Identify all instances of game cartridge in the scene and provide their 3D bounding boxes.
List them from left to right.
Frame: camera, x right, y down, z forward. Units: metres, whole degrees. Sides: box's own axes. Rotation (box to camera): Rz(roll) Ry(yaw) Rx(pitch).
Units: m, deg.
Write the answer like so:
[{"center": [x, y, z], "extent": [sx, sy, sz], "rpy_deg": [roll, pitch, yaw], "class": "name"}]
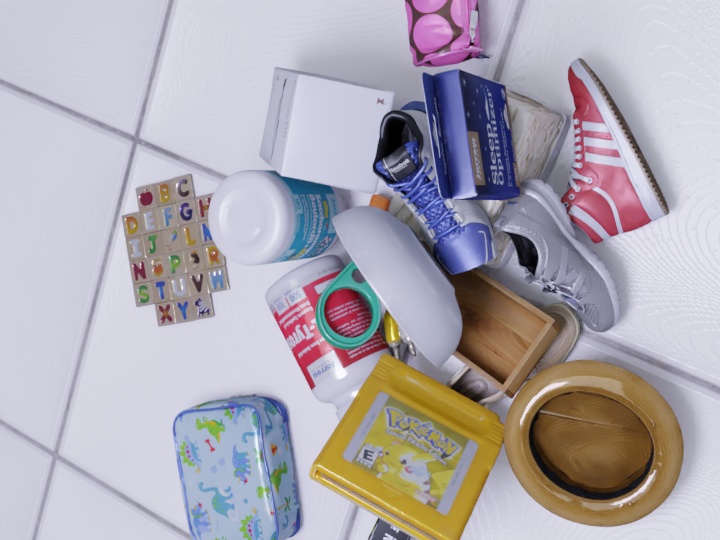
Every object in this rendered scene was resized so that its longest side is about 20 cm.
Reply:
[{"center": [0.061, 0.197, 1.204], "extent": [0.175, 0.200, 0.033], "rpy_deg": [27, 133, 8], "class": "game cartridge"}]

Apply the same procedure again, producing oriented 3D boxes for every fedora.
[{"center": [0.265, 0.189, 1.227], "extent": [0.198, 0.082, 0.204], "rpy_deg": [2, 97, 15], "class": "fedora"}]

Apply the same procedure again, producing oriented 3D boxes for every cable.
[{"center": [0.046, 0.006, 1.344], "extent": [0.096, 0.050, 0.202], "rpy_deg": [-29, 81, 26], "class": "cable"}]

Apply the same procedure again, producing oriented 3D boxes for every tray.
[{"center": [0.126, 0.051, 1.262], "extent": [0.199, 0.037, 0.099], "rpy_deg": [36, 89, 33], "class": "tray"}]

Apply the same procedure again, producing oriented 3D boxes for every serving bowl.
[{"center": [0.053, 0.005, 1.179], "extent": [0.065, 0.200, 0.201], "rpy_deg": [-35, 77, 6], "class": "serving bowl"}]

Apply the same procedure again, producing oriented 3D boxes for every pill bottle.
[{"center": [-0.091, -0.067, 1.325], "extent": [0.109, 0.199, 0.112], "rpy_deg": [3, 96, 26], "class": "pill bottle"}, {"center": [-0.030, 0.092, 1.355], "extent": [0.112, 0.112, 0.202], "rpy_deg": [-33, 79, 25], "class": "pill bottle"}]

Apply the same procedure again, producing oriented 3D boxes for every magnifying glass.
[{"center": [0.000, 0.000, 1.322], "extent": [0.079, 0.022, 0.202], "rpy_deg": [19, 67, -8], "class": "magnifying glass"}]

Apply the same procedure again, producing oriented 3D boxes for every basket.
[{"center": [0.133, -0.115, 1.250], "extent": [0.135, 0.123, 0.202], "rpy_deg": [28, 106, 22], "class": "basket"}]

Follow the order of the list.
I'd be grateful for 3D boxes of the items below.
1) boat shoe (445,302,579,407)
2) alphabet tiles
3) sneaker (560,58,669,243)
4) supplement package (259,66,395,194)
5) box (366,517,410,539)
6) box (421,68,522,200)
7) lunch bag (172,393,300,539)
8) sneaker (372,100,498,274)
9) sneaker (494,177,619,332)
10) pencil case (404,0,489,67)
[{"center": [0.173, 0.112, 1.279], "extent": [0.199, 0.065, 0.073], "rpy_deg": [-38, 77, 24], "class": "boat shoe"}, {"center": [-0.263, -0.027, 1.524], "extent": [0.165, 0.006, 0.203], "rpy_deg": [-10, 89, 28], "class": "alphabet tiles"}, {"center": [0.254, -0.129, 1.217], "extent": [0.112, 0.071, 0.202], "rpy_deg": [-28, 83, 22], "class": "sneaker"}, {"center": [-0.045, -0.171, 1.281], "extent": [0.116, 0.200, 0.119], "rpy_deg": [9, 100, -15], "class": "supplement package"}, {"center": [0.037, 0.315, 1.288], "extent": [0.047, 0.200, 0.195], "rpy_deg": [28, 105, 7], "class": "box"}, {"center": [0.115, -0.132, 1.078], "extent": [0.032, 0.199, 0.123], "rpy_deg": [-8, 90, 25], "class": "box"}, {"center": [-0.170, 0.273, 1.456], "extent": [0.159, 0.082, 0.203], "rpy_deg": [-11, 89, 26], "class": "lunch bag"}, {"center": [0.065, -0.088, 1.153], "extent": [0.080, 0.115, 0.202], "rpy_deg": [-26, 83, 26], "class": "sneaker"}, {"center": [0.215, -0.003, 1.209], "extent": [0.082, 0.075, 0.201], "rpy_deg": [-42, 105, -18], "class": "sneaker"}, {"center": [0.098, -0.344, 1.273], "extent": [0.093, 0.090, 0.203], "rpy_deg": [-4, 95, 62], "class": "pencil case"}]
